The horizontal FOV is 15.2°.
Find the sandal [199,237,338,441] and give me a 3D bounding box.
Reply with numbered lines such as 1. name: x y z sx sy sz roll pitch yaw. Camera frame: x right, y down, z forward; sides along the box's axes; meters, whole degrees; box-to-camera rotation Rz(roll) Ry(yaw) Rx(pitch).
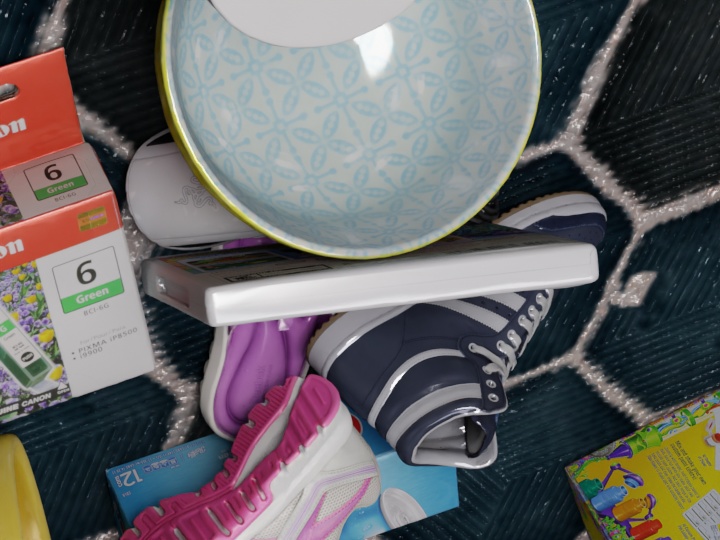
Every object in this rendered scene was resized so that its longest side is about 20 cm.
1. sandal: -0.042 0.021 1.524 0.082 0.050 0.203 -9 130 -23

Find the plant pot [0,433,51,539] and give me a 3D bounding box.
1. plant pot: -0.260 0.205 1.481 0.189 0.201 0.201 -12 133 -2

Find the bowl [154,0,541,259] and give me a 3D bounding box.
1. bowl: -0.019 -0.105 1.371 0.200 0.108 0.200 0 89 -19

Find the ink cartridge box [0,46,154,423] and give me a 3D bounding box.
1. ink cartridge box: -0.180 -0.013 1.423 0.109 0.050 0.200 -19 135 -11

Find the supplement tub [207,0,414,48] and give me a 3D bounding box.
1. supplement tub: -0.047 -0.206 1.220 0.140 0.200 0.140 -15 133 -16

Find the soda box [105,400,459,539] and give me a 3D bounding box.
1. soda box: -0.045 0.130 1.608 0.200 0.064 0.068 -18 134 -12

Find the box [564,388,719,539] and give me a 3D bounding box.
1. box: 0.266 0.182 1.717 0.192 0.200 0.122 -26 135 -3

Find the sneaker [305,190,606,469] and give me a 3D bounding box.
1. sneaker: 0.080 0.039 1.540 0.200 0.109 0.070 -29 151 -19

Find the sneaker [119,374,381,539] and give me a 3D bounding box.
1. sneaker: -0.063 0.157 1.522 0.200 0.081 0.088 -43 123 6

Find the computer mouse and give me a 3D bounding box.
1. computer mouse: -0.026 -0.056 1.449 0.200 0.044 0.110 -16 103 -13

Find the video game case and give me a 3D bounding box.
1. video game case: 0.000 0.000 1.398 0.200 0.182 0.024 -7 96 -14
